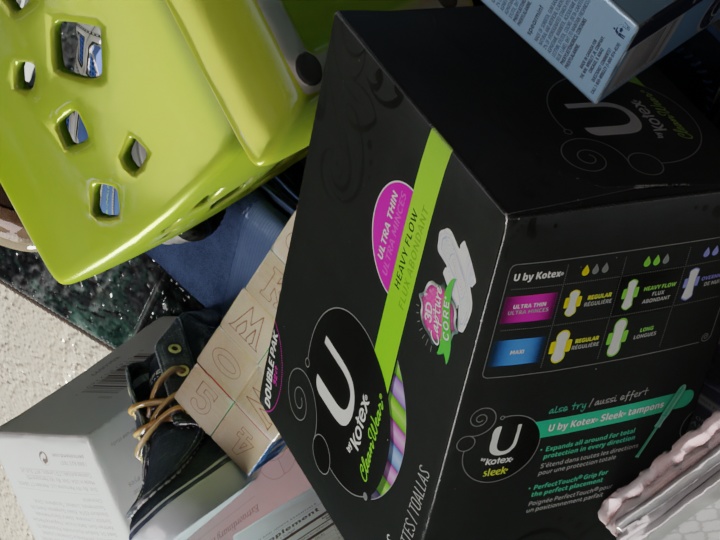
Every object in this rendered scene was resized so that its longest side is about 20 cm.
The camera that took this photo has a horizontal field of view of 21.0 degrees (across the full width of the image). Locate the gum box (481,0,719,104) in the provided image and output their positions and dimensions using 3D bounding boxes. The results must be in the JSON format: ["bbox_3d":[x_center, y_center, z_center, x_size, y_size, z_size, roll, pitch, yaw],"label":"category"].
[{"bbox_3d":[0.074,-0.174,0.749,0.200,0.169,0.045,44,141,14],"label":"gum box"}]

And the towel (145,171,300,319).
[{"bbox_3d":[-0.055,-0.008,1.101,0.200,0.048,0.112,40,139,19],"label":"towel"}]

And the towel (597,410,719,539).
[{"bbox_3d":[0.224,0.086,0.756,0.190,0.032,0.200,27,128,-26],"label":"towel"}]

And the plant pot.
[{"bbox_3d":[-0.072,-0.136,0.919,0.181,0.199,0.201,-22,98,44],"label":"plant pot"}]

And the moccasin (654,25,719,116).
[{"bbox_3d":[0.108,-0.031,0.893,0.080,0.068,0.201,44,138,16],"label":"moccasin"}]

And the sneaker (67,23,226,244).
[{"bbox_3d":[-0.131,-0.109,1.046,0.076,0.075,0.202,-14,81,30],"label":"sneaker"}]

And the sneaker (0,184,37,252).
[{"bbox_3d":[-0.253,-0.094,1.234,0.200,0.070,0.076,41,138,18],"label":"sneaker"}]

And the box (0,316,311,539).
[{"bbox_3d":[-0.105,0.150,1.180,0.106,0.152,0.202,-2,114,46],"label":"box"}]

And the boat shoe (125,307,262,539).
[{"bbox_3d":[-0.097,0.084,1.033,0.071,0.200,0.091,-40,91,18],"label":"boat shoe"}]

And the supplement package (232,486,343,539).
[{"bbox_3d":[0.050,0.190,0.938,0.153,0.150,0.200,59,180,-24],"label":"supplement package"}]

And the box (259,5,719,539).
[{"bbox_3d":[0.054,0.013,0.791,0.149,0.123,0.202,53,141,45],"label":"box"}]

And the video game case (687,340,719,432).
[{"bbox_3d":[0.186,0.074,0.838,0.142,0.019,0.201,36,135,17],"label":"video game case"}]

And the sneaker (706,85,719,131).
[{"bbox_3d":[0.209,-0.078,0.719,0.199,0.111,0.077,-27,95,51],"label":"sneaker"}]

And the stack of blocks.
[{"bbox_3d":[0.000,0.000,0.962,0.059,0.115,0.201,44,127,12],"label":"stack of blocks"}]

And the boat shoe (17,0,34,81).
[{"bbox_3d":[-0.198,-0.181,1.099,0.063,0.071,0.201,12,141,-14],"label":"boat shoe"}]
